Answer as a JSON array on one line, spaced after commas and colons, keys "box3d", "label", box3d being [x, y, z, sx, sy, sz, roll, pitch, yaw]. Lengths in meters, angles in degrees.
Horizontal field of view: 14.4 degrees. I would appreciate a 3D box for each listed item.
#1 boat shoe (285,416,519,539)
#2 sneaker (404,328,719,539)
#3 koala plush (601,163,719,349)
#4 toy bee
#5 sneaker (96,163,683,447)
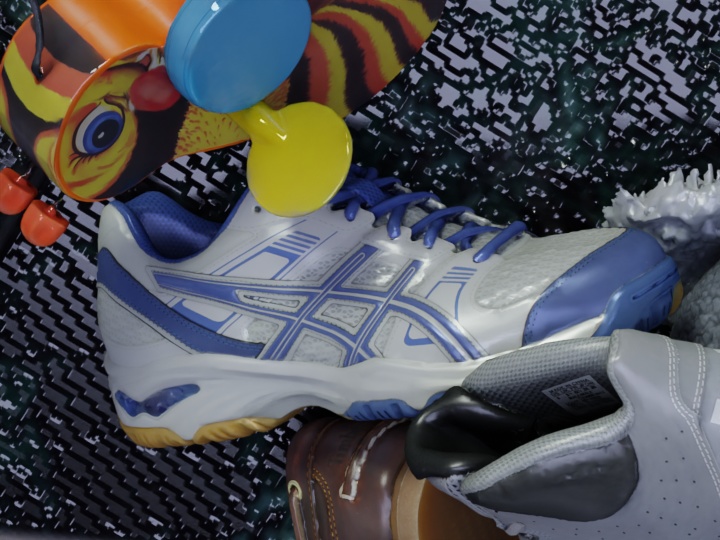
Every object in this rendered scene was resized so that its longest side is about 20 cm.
[{"box3d": [0.026, 0.136, 0.960, 0.070, 0.070, 0.200, 5, 117, 38], "label": "boat shoe"}, {"box3d": [0.058, 0.078, 0.861, 0.115, 0.075, 0.200, 17, 134, -14], "label": "sneaker"}, {"box3d": [0.175, 0.010, 0.881, 0.200, 0.184, 0.177, -25, 85, 33], "label": "koala plush"}, {"box3d": [-0.070, -0.063, 0.871, 0.200, 0.131, 0.109, 10, 120, -28], "label": "toy bee"}, {"box3d": [0.000, 0.000, 0.899, 0.200, 0.075, 0.088, -10, 97, 24], "label": "sneaker"}]
